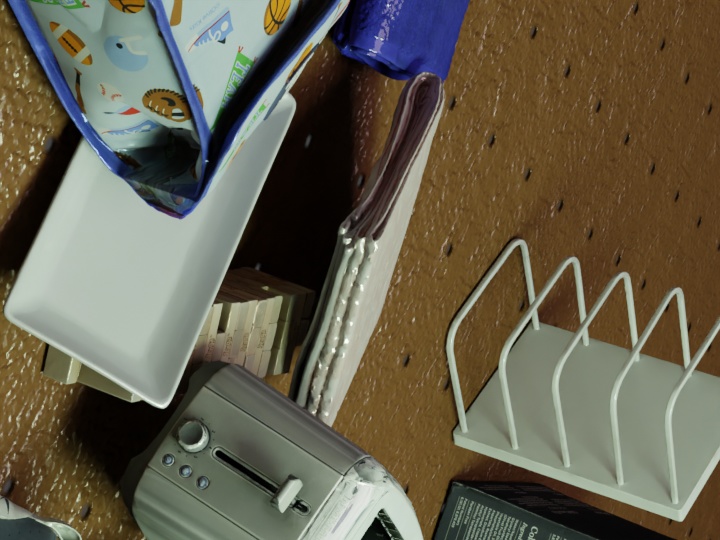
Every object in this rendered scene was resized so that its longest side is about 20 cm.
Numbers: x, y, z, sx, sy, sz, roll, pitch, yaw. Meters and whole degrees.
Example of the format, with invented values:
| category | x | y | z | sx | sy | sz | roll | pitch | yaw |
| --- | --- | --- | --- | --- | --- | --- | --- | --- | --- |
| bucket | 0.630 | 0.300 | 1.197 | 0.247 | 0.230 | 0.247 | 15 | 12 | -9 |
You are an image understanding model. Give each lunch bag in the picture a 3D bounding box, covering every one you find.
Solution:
| category | x | y | z | sx | sy | sz | roll | pitch | yaw |
| --- | --- | --- | --- | --- | --- | --- | --- | --- | --- |
| lunch bag | -0.079 | -0.146 | 1.128 | 0.170 | 0.124 | 0.200 | -56 | 150 | -28 |

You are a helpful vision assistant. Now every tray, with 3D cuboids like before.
| category | x | y | z | sx | sy | sz | roll | pitch | yaw |
| --- | --- | --- | --- | --- | --- | --- | --- | --- | --- |
| tray | -0.113 | -0.035 | 1.188 | 0.107 | 0.022 | 0.200 | 33 | 65 | -24 |

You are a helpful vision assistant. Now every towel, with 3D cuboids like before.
| category | x | y | z | sx | sy | sz | roll | pitch | yaw |
| --- | --- | --- | --- | --- | --- | --- | --- | --- | --- |
| towel | 0.042 | -0.222 | 1.412 | 0.148 | 0.049 | 0.201 | 15 | 92 | -71 |
| towel | 0.000 | 0.000 | 1.393 | 0.191 | 0.032 | 0.200 | -65 | 174 | -52 |

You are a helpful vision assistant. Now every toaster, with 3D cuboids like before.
| category | x | y | z | sx | sy | sz | roll | pitch | yaw |
| --- | --- | --- | --- | --- | --- | --- | --- | --- | --- |
| toaster | -0.045 | 0.145 | 1.282 | 0.114 | 0.129 | 0.200 | -54 | 156 | -14 |

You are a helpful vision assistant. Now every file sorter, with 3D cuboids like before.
| category | x | y | z | sx | sy | sz | roll | pitch | yaw |
| --- | --- | --- | --- | --- | --- | --- | --- | --- | --- |
| file sorter | 0.184 | 0.077 | 1.708 | 0.139 | 0.200 | 0.125 | -52 | 146 | -35 |

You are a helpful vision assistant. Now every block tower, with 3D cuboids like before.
| category | x | y | z | sx | sy | sz | roll | pitch | yaw |
| --- | --- | --- | --- | --- | --- | --- | --- | --- | --- |
| block tower | -0.100 | 0.035 | 1.285 | 0.200 | 0.058 | 0.054 | -6 | 112 | -61 |

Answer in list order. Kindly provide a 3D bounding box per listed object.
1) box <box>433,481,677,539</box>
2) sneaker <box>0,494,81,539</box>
| category | x | y | z | sx | sy | sz | roll | pitch | yaw |
| --- | --- | --- | --- | --- | --- | --- | --- | --- | --- |
| box | 0.175 | 0.253 | 1.824 | 0.200 | 0.182 | 0.104 | 13 | 95 | -64 |
| sneaker | -0.197 | 0.206 | 1.116 | 0.129 | 0.079 | 0.200 | 13 | 86 | -19 |
